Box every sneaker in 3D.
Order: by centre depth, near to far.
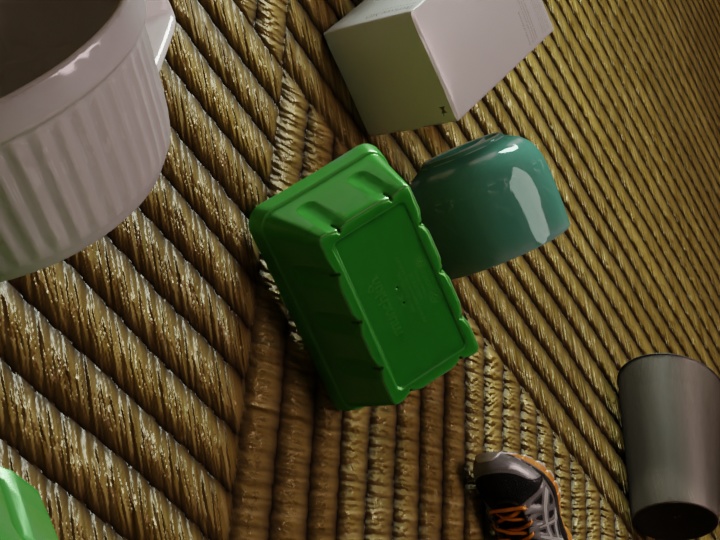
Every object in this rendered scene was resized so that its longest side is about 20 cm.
[{"bbox_3d":[0.166,0.261,1.657,0.201,0.078,0.078,59,36,-29],"label":"sneaker"}]

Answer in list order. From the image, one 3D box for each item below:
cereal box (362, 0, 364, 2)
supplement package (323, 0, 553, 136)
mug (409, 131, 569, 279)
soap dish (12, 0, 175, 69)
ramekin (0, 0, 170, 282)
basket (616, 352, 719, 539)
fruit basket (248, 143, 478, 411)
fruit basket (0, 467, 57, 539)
[{"bbox_3d":[0.058,-0.281,1.806,0.200,0.039,0.145,28,50,-58],"label":"cereal box"},{"bbox_3d":[0.081,-0.239,1.650,0.200,0.121,0.121,-45,118,-41],"label":"supplement package"},{"bbox_3d":[0.112,-0.069,1.683,0.152,0.184,0.115,-29,100,-42],"label":"mug"},{"bbox_3d":[-0.195,-0.175,1.069,0.201,0.081,0.158,-84,150,-60],"label":"soap dish"},{"bbox_3d":[-0.197,-0.080,0.897,0.201,0.198,0.106,-75,151,-51],"label":"ramekin"},{"bbox_3d":[0.410,0.240,2.165,0.180,0.135,0.202,44,40,-44],"label":"basket"},{"bbox_3d":[0.000,0.000,1.411,0.216,0.155,0.216,50,-19,25],"label":"fruit basket"},{"bbox_3d":[-0.210,0.156,0.730,0.216,0.155,0.216,57,14,-22],"label":"fruit basket"}]
